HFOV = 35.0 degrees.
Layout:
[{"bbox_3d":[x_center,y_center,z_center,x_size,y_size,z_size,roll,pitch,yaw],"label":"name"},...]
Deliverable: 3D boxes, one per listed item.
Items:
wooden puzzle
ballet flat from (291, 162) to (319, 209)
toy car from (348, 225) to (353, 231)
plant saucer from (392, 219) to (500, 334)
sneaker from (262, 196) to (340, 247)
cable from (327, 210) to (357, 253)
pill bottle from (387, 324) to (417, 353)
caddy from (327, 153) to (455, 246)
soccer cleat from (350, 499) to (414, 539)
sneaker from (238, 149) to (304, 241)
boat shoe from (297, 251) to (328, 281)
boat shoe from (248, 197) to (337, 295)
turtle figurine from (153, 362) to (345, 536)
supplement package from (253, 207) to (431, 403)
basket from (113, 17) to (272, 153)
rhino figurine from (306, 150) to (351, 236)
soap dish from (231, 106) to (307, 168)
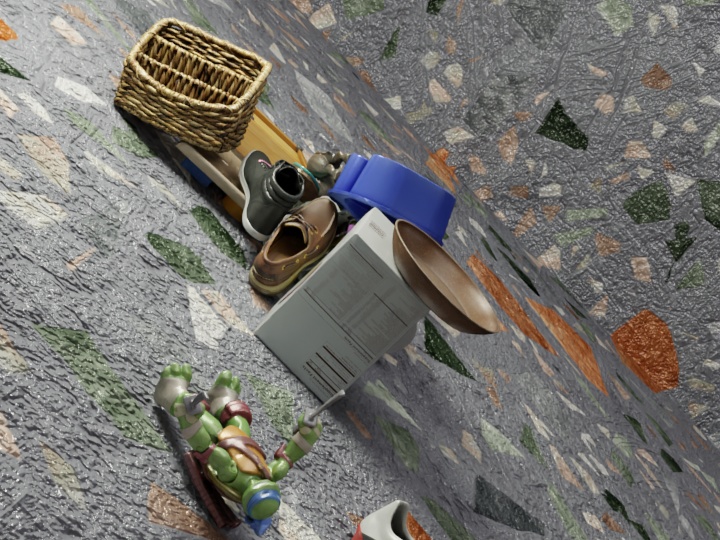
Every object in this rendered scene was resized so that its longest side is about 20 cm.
[{"bbox_3d":[-0.216,-0.147,1.819,0.185,0.046,0.200,44,11,-12],"label":"wooden puzzle"},{"bbox_3d":[-0.108,-0.128,1.832,0.068,0.072,0.200,46,-1,-5],"label":"ballet flat"},{"bbox_3d":[0.035,-0.078,2.146,0.150,0.175,0.200,-27,71,-36],"label":"toy car"},{"bbox_3d":[0.105,0.017,1.517,0.200,0.037,0.201,42,17,-16],"label":"plant saucer"},{"bbox_3d":[-0.107,-0.053,1.818,0.079,0.079,0.200,60,35,-4],"label":"sneaker"},{"bbox_3d":[-0.036,-0.070,1.809,0.097,0.050,0.200,27,26,19],"label":"cable"},{"bbox_3d":[0.039,0.047,1.863,0.116,0.116,0.200,41,16,-19],"label":"pill bottle"},{"bbox_3d":[0.046,-0.096,1.727,0.200,0.105,0.141,27,-8,-29],"label":"caddy"},{"bbox_3d":[0.062,0.344,1.245,0.069,0.085,0.200,27,25,-51],"label":"soccer cleat"},{"bbox_3d":[-0.129,-0.138,1.721,0.071,0.099,0.200,32,30,-28],"label":"sneaker"},{"bbox_3d":[-0.061,0.011,1.791,0.200,0.072,0.066,-105,180,-83],"label":"boat shoe"},{"bbox_3d":[-0.089,-0.046,1.666,0.072,0.068,0.200,32,50,10],"label":"boat shoe"},{"bbox_3d":[-0.116,0.139,1.131,0.194,0.144,0.201,37,-40,49],"label":"turtle figurine"},{"bbox_3d":[-0.011,0.045,1.581,0.147,0.200,0.191,45,15,-3],"label":"supplement package"},{"bbox_3d":[-0.260,-0.286,1.741,0.200,0.149,0.143,27,16,6],"label":"basket"},{"bbox_3d":[-0.053,-0.113,1.958,0.087,0.201,0.060,22,34,39],"label":"rhino figurine"},{"bbox_3d":[-0.174,-0.216,1.995,0.200,0.081,0.157,42,12,-26],"label":"soap dish"}]
